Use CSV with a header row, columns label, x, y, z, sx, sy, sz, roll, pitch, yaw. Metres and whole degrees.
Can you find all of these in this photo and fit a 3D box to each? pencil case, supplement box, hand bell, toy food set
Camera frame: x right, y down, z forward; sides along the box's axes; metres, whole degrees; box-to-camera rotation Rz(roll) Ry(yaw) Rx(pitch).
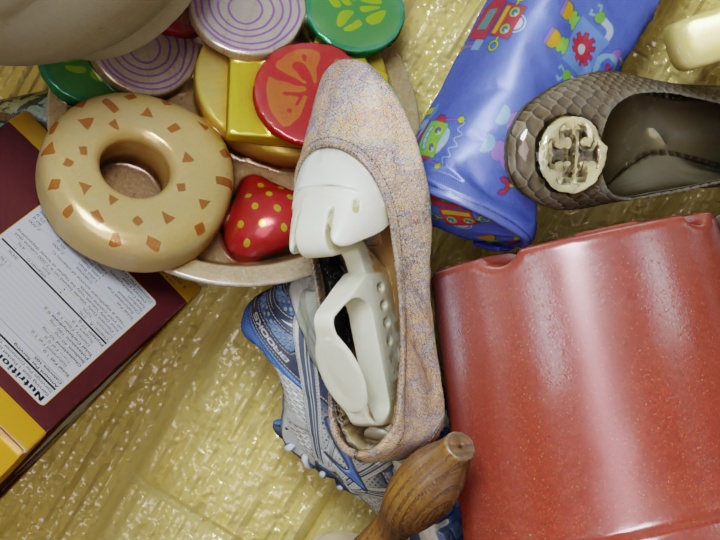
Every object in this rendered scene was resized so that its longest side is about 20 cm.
label,x,y,z,sx,sy,sz,roll,pitch,yaw
pencil case,0.092,-0.103,1.227,0.087,0.078,0.200,37,76,-34
supplement box,-0.221,0.058,1.212,0.133,0.200,0.197,45,120,-1
hand bell,0.009,0.140,1.223,0.104,0.104,0.200,37,138,1
toy food set,-0.067,-0.084,1.241,0.200,0.049,0.198,4,64,-7

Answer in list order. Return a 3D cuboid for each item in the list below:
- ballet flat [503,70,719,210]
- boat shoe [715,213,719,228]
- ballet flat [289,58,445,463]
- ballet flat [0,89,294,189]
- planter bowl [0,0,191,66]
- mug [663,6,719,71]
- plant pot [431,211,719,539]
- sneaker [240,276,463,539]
label,x,y,z,sx,sy,sz,roll,pitch,yaw
ballet flat,0.155,-0.063,1.206,0.200,0.046,0.068,-3,105,-38
boat shoe,0.264,-0.034,1.226,0.200,0.065,0.072,-23,103,37
ballet flat,0.000,0.000,1.172,0.068,0.067,0.200,-4,103,39
ballet flat,-0.097,-0.065,1.286,0.200,0.069,0.071,23,81,2
planter bowl,-0.151,-0.182,1.172,0.200,0.135,0.201,-12,65,28
mug,0.253,-0.153,1.191,0.186,0.153,0.150,13,98,5
plant pot,0.127,0.080,1.221,0.200,0.201,0.196,-12,88,7
sneaker,0.004,0.083,1.291,0.085,0.077,0.200,-16,109,35
